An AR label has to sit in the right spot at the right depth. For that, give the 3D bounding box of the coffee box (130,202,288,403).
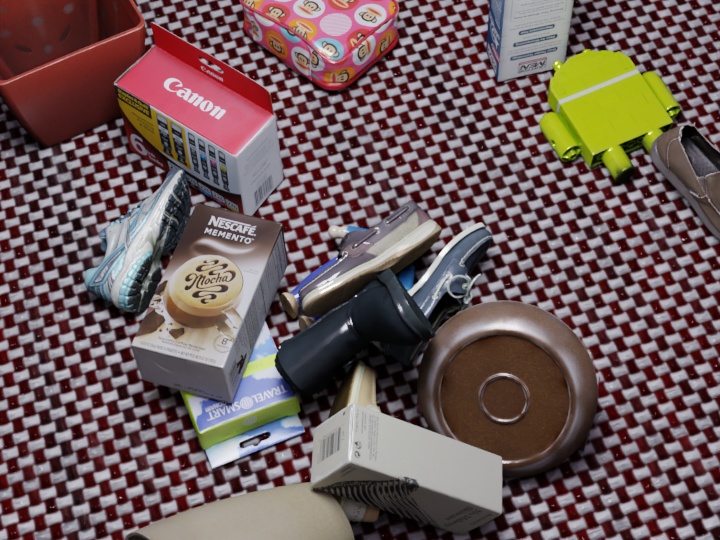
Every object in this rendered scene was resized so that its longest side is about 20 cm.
[{"bbox_3d":[-0.167,0.034,1.549,0.111,0.080,0.202,12,57,12],"label":"coffee box"}]

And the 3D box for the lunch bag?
[{"bbox_3d":[-0.047,-0.352,1.851,0.199,0.082,0.176,37,64,23],"label":"lunch bag"}]

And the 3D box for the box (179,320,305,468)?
[{"bbox_3d":[-0.152,0.114,1.573,0.120,0.048,0.202,-20,58,-11],"label":"box"}]

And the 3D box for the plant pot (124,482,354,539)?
[{"bbox_3d":[-0.108,0.304,1.385,0.198,0.189,0.188,-26,59,-31],"label":"plant pot"}]

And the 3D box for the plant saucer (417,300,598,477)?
[{"bbox_3d":[0.157,0.134,1.477,0.197,0.203,0.032,12,17,9],"label":"plant saucer"}]

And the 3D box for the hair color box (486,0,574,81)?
[{"bbox_3d":[0.220,-0.342,1.766,0.098,0.201,0.061,-13,56,-7],"label":"hair color box"}]

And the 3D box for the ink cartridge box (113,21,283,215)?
[{"bbox_3d":[-0.201,-0.185,1.691,0.199,0.177,0.084,31,62,20],"label":"ink cartridge box"}]

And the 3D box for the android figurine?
[{"bbox_3d":[0.320,-0.208,1.772,0.180,0.041,0.201,-24,62,-12],"label":"android figurine"}]

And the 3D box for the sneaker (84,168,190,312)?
[{"bbox_3d":[-0.273,-0.049,1.665,0.085,0.078,0.202,15,58,15],"label":"sneaker"}]

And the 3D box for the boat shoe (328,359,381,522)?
[{"bbox_3d":[-0.001,0.192,1.510,0.066,0.074,0.202,20,49,-13],"label":"boat shoe"}]

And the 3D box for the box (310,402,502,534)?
[{"bbox_3d":[0.050,0.210,1.427,0.198,0.082,0.069,22,53,-25],"label":"box"}]

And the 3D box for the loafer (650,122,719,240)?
[{"bbox_3d":[0.439,-0.101,1.667,0.200,0.071,0.073,43,66,9],"label":"loafer"}]

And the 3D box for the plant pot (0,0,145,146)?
[{"bbox_3d":[-0.389,-0.281,1.758,0.198,0.177,0.201,-25,59,-14],"label":"plant pot"}]

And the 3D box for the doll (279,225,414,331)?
[{"bbox_3d":[0.000,0.000,1.641,0.199,0.049,0.137,-31,64,-18],"label":"doll"}]

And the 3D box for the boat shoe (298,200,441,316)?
[{"bbox_3d":[0.003,-0.016,1.585,0.199,0.072,0.065,-32,71,-21],"label":"boat shoe"}]

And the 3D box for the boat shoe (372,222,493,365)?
[{"bbox_3d":[0.097,0.027,1.605,0.062,0.075,0.200,35,66,24],"label":"boat shoe"}]

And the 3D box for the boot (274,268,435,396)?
[{"bbox_3d":[-0.010,0.079,1.483,0.167,0.200,0.077,-37,101,0],"label":"boot"}]

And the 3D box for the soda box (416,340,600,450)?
[{"bbox_3d":[0.165,0.138,1.538,0.197,0.064,0.071,12,58,9],"label":"soda box"}]
